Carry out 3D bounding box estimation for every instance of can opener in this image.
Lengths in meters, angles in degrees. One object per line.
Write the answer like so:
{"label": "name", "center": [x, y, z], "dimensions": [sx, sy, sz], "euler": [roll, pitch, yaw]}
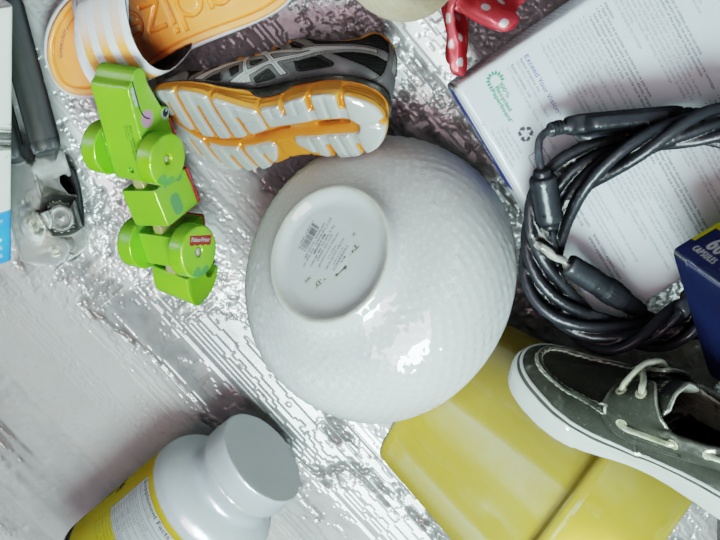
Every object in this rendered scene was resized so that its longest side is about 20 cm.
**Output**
{"label": "can opener", "center": [-0.248, -0.101, 0.950], "dimensions": [0.053, 0.067, 0.201], "euler": [-13, 99, -3]}

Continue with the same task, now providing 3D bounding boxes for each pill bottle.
{"label": "pill bottle", "center": [-0.144, 0.203, 1.031], "dimensions": [0.112, 0.112, 0.200], "euler": [45, 115, -10]}

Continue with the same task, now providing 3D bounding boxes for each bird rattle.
{"label": "bird rattle", "center": [0.021, -0.212, 0.787], "dimensions": [0.112, 0.163, 0.201], "euler": [-6, 106, 36]}

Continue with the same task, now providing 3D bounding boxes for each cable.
{"label": "cable", "center": [0.202, -0.026, 0.821], "dimensions": [0.199, 0.051, 0.164], "euler": [-5, 104, -6]}

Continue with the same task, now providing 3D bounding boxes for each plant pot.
{"label": "plant pot", "center": [0.124, 0.138, 0.909], "dimensions": [0.189, 0.201, 0.201], "euler": [36, 118, 13]}

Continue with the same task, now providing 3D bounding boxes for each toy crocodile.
{"label": "toy crocodile", "center": [-0.145, -0.058, 0.921], "dimensions": [0.067, 0.062, 0.201], "euler": [8, 127, 33]}

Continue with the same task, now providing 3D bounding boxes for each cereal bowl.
{"label": "cereal bowl", "center": [0.000, 0.000, 0.862], "dimensions": [0.199, 0.083, 0.201], "euler": [-8, 73, 29]}

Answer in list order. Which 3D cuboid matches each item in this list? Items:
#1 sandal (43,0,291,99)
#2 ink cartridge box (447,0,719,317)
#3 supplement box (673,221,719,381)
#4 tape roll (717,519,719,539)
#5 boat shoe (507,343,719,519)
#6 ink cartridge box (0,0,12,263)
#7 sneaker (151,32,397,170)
{"label": "sandal", "center": [-0.142, -0.177, 0.885], "dimensions": [0.206, 0.059, 0.079], "euler": [-20, 108, 20]}
{"label": "ink cartridge box", "center": [0.190, -0.095, 0.849], "dimensions": [0.199, 0.043, 0.197], "euler": [-33, 105, 1]}
{"label": "supplement box", "center": [0.314, 0.001, 0.785], "dimensions": [0.199, 0.109, 0.110], "euler": [-30, 122, -8]}
{"label": "tape roll", "center": [0.283, 0.179, 0.876], "dimensions": [0.066, 0.200, 0.201], "euler": [1, 115, 11]}
{"label": "boat shoe", "center": [0.184, 0.086, 0.791], "dimensions": [0.199, 0.071, 0.064], "euler": [26, 135, 24]}
{"label": "ink cartridge box", "center": [-0.314, -0.113, 0.898], "dimensions": [0.146, 0.084, 0.201], "euler": [35, 128, 35]}
{"label": "sneaker", "center": [-0.059, -0.122, 0.889], "dimensions": [0.199, 0.078, 0.078], "euler": [4, 146, 29]}
